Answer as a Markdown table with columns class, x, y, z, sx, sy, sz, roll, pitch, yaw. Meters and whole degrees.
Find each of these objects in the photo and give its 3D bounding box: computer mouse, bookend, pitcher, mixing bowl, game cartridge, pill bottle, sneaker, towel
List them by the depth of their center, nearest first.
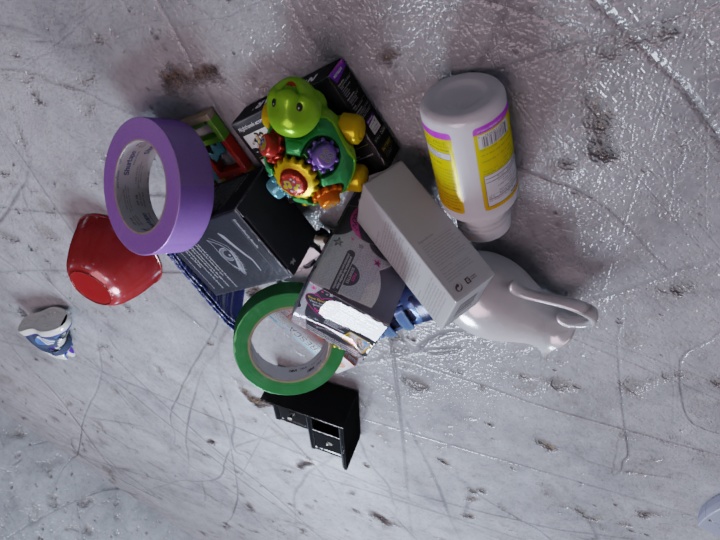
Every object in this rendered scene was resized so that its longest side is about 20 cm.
| class | x | y | z | sx | sy | sz | roll | pitch | yaw |
| --- | --- | --- | --- | --- | --- | --- | --- | --- | --- |
| pill bottle | 0.141 | -0.133 | 0.870 | 0.102 | 0.105 | 0.202 | 5 | 138 | 25 |
| pitcher | 0.226 | 0.044 | 1.006 | 0.197 | 0.123 | 0.172 | 25 | 157 | -9 |
| sneaker | 0.054 | 0.077 | 1.184 | 0.197 | 0.083 | 0.074 | -10 | 128 | 37 |
| computer mouse | -0.094 | -0.011 | 1.200 | 0.198 | 0.044 | 0.110 | -14 | 128 | 40 |
| towel | -0.267 | -0.004 | 1.241 | 0.024 | 0.146 | 0.201 | -24 | 124 | 14 |
| game cartridge | 0.713 | 0.442 | 1.256 | 0.131 | 0.041 | 0.201 | 24 | 142 | -3 |
| mixing bowl | -0.513 | -0.002 | 1.406 | 0.196 | 0.109 | 0.202 | 16 | 142 | 13 |
| bookend | -0.107 | 0.332 | 1.564 | 0.196 | 0.093 | 0.201 | 16 | 142 | 14 |
| sneaker | -0.764 | 0.168 | 1.784 | 0.197 | 0.082 | 0.147 | -8 | 139 | 32 |

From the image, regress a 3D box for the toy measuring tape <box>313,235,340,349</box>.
| class | x | y | z | sx | sy | sz | roll | pitch | yaw |
| --- | --- | --- | --- | --- | --- | --- | --- | --- | --- |
| toy measuring tape | -0.055 | 0.047 | 1.133 | 0.072 | 0.074 | 0.203 | 1 | 120 | 29 |

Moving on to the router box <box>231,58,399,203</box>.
| class | x | y | z | sx | sy | sz | roll | pitch | yaw |
| --- | --- | --- | --- | --- | --- | --- | --- | --- | --- |
| router box | -0.065 | -0.186 | 0.972 | 0.198 | 0.051 | 0.150 | -13 | 126 | 39 |

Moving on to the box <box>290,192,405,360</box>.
| class | x | y | z | sx | sy | sz | roll | pitch | yaw |
| --- | --- | --- | --- | --- | --- | --- | --- | --- | --- |
| box | 0.000 | 0.000 | 1.028 | 0.130 | 0.202 | 0.115 | 28 | 141 | -3 |

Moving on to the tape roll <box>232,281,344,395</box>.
| class | x | y | z | sx | sy | sz | roll | pitch | yaw |
| --- | --- | --- | --- | --- | --- | --- | --- | --- | --- |
| tape roll | -0.125 | 0.122 | 1.230 | 0.196 | 0.048 | 0.204 | -4 | 114 | -8 |

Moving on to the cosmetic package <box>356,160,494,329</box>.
| class | x | y | z | sx | sy | sz | roll | pitch | yaw |
| --- | --- | --- | --- | --- | --- | --- | --- | --- | --- |
| cosmetic package | 0.082 | -0.034 | 0.935 | 0.201 | 0.071 | 0.102 | 52 | 161 | 16 |

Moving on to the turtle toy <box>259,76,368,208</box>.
| class | x | y | z | sx | sy | sz | roll | pitch | yaw |
| --- | --- | --- | --- | --- | --- | --- | --- | --- | --- |
| turtle toy | -0.071 | -0.157 | 0.884 | 0.143 | 0.102 | 0.202 | 12 | 138 | 16 |

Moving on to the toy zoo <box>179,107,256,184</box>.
| class | x | y | z | sx | sy | sz | roll | pitch | yaw |
| --- | --- | --- | --- | --- | --- | --- | --- | --- | --- |
| toy zoo | -0.227 | -0.160 | 1.125 | 0.129 | 0.021 | 0.201 | -8 | 131 | 36 |

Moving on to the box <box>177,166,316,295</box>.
| class | x | y | z | sx | sy | sz | roll | pitch | yaw |
| --- | --- | --- | --- | --- | --- | --- | --- | --- | --- |
| box | -0.195 | -0.058 | 1.120 | 0.197 | 0.105 | 0.149 | -12 | 129 | 38 |

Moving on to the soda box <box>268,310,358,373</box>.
| class | x | y | z | sx | sy | sz | roll | pitch | yaw |
| --- | --- | --- | --- | --- | --- | --- | --- | --- | --- |
| soda box | -0.085 | 0.104 | 1.307 | 0.200 | 0.069 | 0.063 | 43 | 140 | -19 |

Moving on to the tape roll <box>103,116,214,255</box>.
| class | x | y | z | sx | sy | sz | roll | pitch | yaw |
| --- | --- | --- | --- | --- | --- | --- | --- | --- | --- |
| tape roll | -0.308 | -0.127 | 1.056 | 0.197 | 0.065 | 0.205 | 5 | 98 | 40 |
